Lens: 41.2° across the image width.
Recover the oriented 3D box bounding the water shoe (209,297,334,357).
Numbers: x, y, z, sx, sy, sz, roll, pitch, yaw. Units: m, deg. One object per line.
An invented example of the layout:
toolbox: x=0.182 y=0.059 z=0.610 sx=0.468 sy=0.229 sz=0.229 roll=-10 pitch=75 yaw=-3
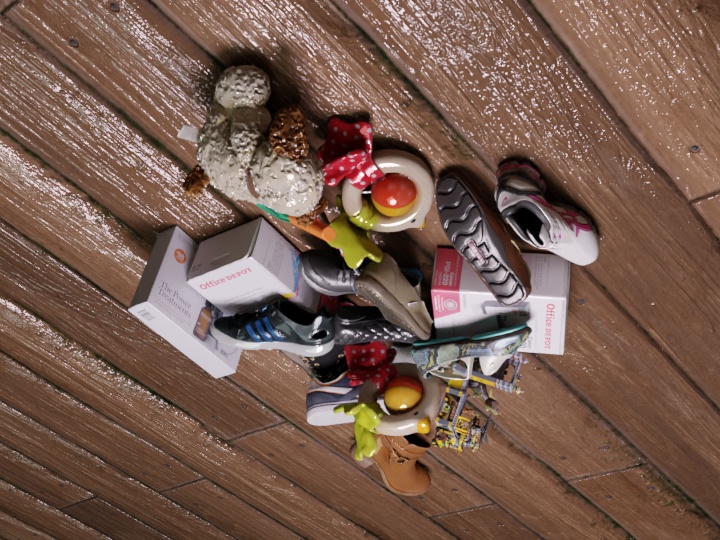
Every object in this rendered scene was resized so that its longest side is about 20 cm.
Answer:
water shoe: x=-0.133 y=0.075 z=1.458 sx=0.196 sy=0.072 sz=0.080 roll=6 pitch=115 yaw=9

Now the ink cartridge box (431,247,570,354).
ink cartridge box: x=0.210 y=0.047 z=1.428 sx=0.196 sy=0.086 sz=0.147 roll=2 pitch=141 yaw=11

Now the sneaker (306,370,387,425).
sneaker: x=0.006 y=0.209 z=1.601 sx=0.196 sy=0.081 sz=0.079 roll=1 pitch=146 yaw=-12

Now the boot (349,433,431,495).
boot: x=0.094 y=0.361 z=1.875 sx=0.199 sy=0.077 sz=0.155 roll=36 pitch=133 yaw=-16

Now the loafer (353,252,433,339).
loafer: x=0.062 y=0.040 z=1.388 sx=0.075 sy=0.068 sz=0.200 roll=27 pitch=170 yaw=33

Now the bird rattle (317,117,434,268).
bird rattle: x=0.020 y=-0.115 z=1.301 sx=0.160 sy=0.113 sz=0.203 roll=-3 pitch=124 yaw=-6

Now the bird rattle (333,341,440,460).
bird rattle: x=0.045 y=0.197 z=1.485 sx=0.160 sy=0.201 sz=0.114 roll=1 pitch=125 yaw=16

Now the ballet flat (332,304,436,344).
ballet flat: x=0.044 y=0.090 z=1.506 sx=0.196 sy=0.067 sz=0.057 roll=6 pitch=129 yaw=-13

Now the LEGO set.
LEGO set: x=0.199 y=0.204 z=1.521 sx=0.114 sy=0.202 sz=0.155 roll=16 pitch=154 yaw=18

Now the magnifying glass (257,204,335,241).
magnifying glass: x=-0.103 y=-0.081 z=1.325 sx=0.199 sy=0.023 sz=0.079 roll=30 pitch=175 yaw=45

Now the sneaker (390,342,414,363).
sneaker: x=0.078 y=0.143 z=1.610 sx=0.092 sy=0.076 sz=0.200 roll=40 pitch=136 yaw=-7

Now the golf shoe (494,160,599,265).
golf shoe: x=0.248 y=-0.055 z=1.284 sx=0.199 sy=0.093 sz=0.072 roll=35 pitch=136 yaw=-27

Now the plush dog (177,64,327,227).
plush dog: x=-0.120 y=-0.133 z=1.209 sx=0.170 sy=0.161 sz=0.202 roll=21 pitch=148 yaw=31

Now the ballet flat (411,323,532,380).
ballet flat: x=0.167 y=0.124 z=1.406 sx=0.198 sy=0.075 sz=0.074 roll=-12 pitch=136 yaw=37

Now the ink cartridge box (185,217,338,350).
ink cartridge box: x=-0.149 y=0.025 z=1.506 sx=0.146 sy=0.087 sz=0.200 roll=-18 pitch=132 yaw=34

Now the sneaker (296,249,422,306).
sneaker: x=0.000 y=0.000 z=1.451 sx=0.197 sy=0.074 sz=0.082 roll=16 pitch=140 yaw=-21

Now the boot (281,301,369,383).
boot: x=-0.031 y=0.131 z=1.618 sx=0.149 sy=0.074 sz=0.200 roll=-26 pitch=124 yaw=38

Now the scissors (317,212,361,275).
scissors: x=-0.031 y=-0.032 z=1.367 sx=0.014 sy=0.073 sz=0.202 roll=-29 pitch=103 yaw=9

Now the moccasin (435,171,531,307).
moccasin: x=0.172 y=-0.048 z=1.312 sx=0.073 sy=0.078 sz=0.202 roll=-36 pitch=98 yaw=31

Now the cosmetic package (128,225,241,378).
cosmetic package: x=-0.259 y=0.051 z=1.519 sx=0.051 sy=0.153 sz=0.200 roll=-20 pitch=132 yaw=33
